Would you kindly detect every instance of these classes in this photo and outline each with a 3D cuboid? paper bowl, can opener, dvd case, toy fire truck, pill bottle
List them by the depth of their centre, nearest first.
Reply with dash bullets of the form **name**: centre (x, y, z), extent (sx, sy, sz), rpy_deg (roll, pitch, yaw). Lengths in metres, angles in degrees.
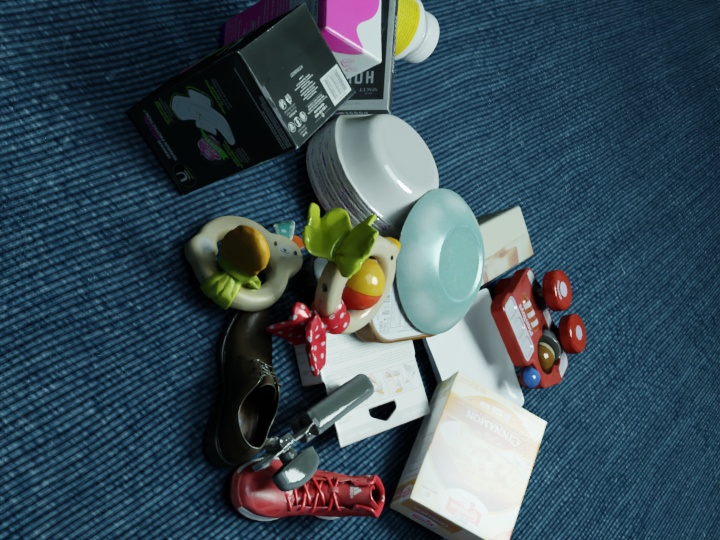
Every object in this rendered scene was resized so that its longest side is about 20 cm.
- **can opener**: centre (-0.052, 0.191, 1.160), extent (0.067, 0.053, 0.200), rpy_deg (54, 45, -1)
- **dvd case**: centre (-0.026, -0.310, 1.329), extent (0.025, 0.149, 0.201), rpy_deg (38, 55, -73)
- **paper bowl**: centre (0.030, -0.135, 1.351), extent (0.200, 0.104, 0.201), rpy_deg (31, 43, -34)
- **pill bottle**: centre (0.026, -0.378, 1.455), extent (0.199, 0.111, 0.112), rpy_deg (12, 68, -46)
- **toy fire truck**: centre (0.274, 0.102, 1.566), extent (0.168, 0.112, 0.201), rpy_deg (-47, 120, -49)

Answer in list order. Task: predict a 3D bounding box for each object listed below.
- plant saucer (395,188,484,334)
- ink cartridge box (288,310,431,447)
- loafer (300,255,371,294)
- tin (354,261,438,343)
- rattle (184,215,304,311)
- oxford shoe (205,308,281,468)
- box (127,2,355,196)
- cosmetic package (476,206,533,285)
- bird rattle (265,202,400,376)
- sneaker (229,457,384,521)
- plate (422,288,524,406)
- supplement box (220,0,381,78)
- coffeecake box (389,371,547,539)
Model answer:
- **plant saucer**: centre (0.123, -0.010, 1.331), extent (0.200, 0.039, 0.202), rpy_deg (-9, 101, -50)
- **ink cartridge box**: centre (0.002, 0.129, 1.308), extent (0.199, 0.045, 0.177), rpy_deg (-9, 85, -50)
- **loafer**: centre (0.000, 0.000, 1.329), extent (0.200, 0.070, 0.069), rpy_deg (0, 77, -49)
- **tin**: centre (0.060, 0.041, 1.321), extent (0.199, 0.042, 0.113), rpy_deg (-5, 102, -50)
- **rattle**: centre (-0.102, -0.043, 1.170), extent (0.199, 0.143, 0.130), rpy_deg (-18, 55, -42)
- **oxford shoe**: centre (-0.121, 0.126, 1.136), extent (0.072, 0.084, 0.201), rpy_deg (24, 56, -37)
- **box**: centre (-0.138, -0.196, 1.134), extent (0.125, 0.199, 0.149), rpy_deg (59, 42, -19)
- **cosmetic package**: centre (0.174, -0.028, 1.516), extent (0.200, 0.103, 0.088), rpy_deg (-25, 98, -49)
- **bird rattle**: centre (-0.013, 0.025, 1.165), extent (0.163, 0.112, 0.201), rpy_deg (-4, 108, -51)
- **sneaker**: centre (-0.049, 0.255, 1.151), extent (0.199, 0.115, 0.079), rpy_deg (12, 68, -47)
- **plate**: centre (0.168, 0.148, 1.505), extent (0.199, 0.032, 0.201), rpy_deg (-23, 95, -51)
- **supplement box**: centre (-0.078, -0.288, 1.234), extent (0.101, 0.199, 0.104), rpy_deg (22, 62, -44)
- **coffeecake box**: centre (0.151, 0.268, 1.349), extent (0.153, 0.073, 0.201), rpy_deg (30, 59, -8)
